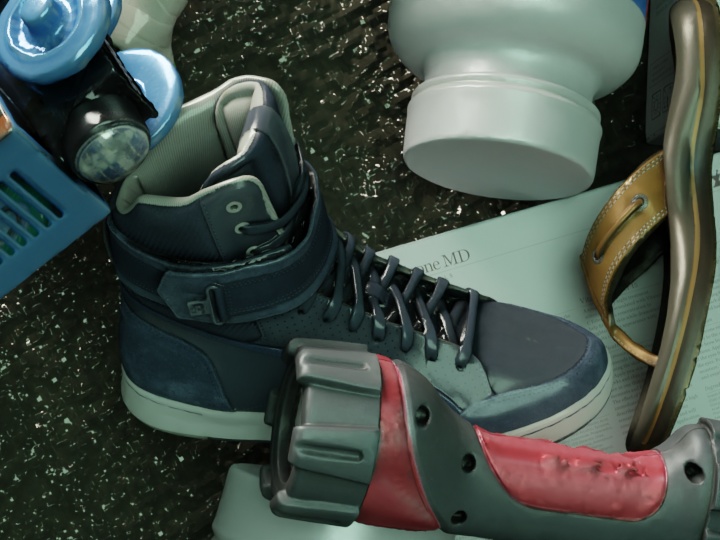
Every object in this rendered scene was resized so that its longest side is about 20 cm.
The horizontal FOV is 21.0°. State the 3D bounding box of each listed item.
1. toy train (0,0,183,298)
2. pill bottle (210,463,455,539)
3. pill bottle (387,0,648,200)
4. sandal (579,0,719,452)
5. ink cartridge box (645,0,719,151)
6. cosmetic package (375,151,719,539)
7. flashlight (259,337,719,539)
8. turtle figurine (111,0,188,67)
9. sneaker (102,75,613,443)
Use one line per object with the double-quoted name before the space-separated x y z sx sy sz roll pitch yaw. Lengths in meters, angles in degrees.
"toy train" -0.150 -0.090 0.731 0.114 0.087 0.200 -37 57 3
"pill bottle" -0.029 0.185 0.767 0.114 0.114 0.201 14 88 -9
"pill bottle" 0.071 -0.137 0.838 0.112 0.112 0.201 10 76 -9
"sandal" 0.120 -0.020 0.808 0.054 0.082 0.201 5 81 6
"ink cartridge box" 0.194 -0.156 0.904 0.108 0.050 0.201 5 80 -10
"cosmetic package" 0.098 0.045 0.856 0.199 0.052 0.152 -16 86 -12
"flashlight" 0.065 0.070 0.718 0.199 0.068 0.068 7 64 -13
"turtle figurine" -0.061 -0.191 0.847 0.144 0.200 0.194 36 97 -27
"sneaker" -0.001 0.001 0.745 0.201 0.147 0.077 2 40 4
